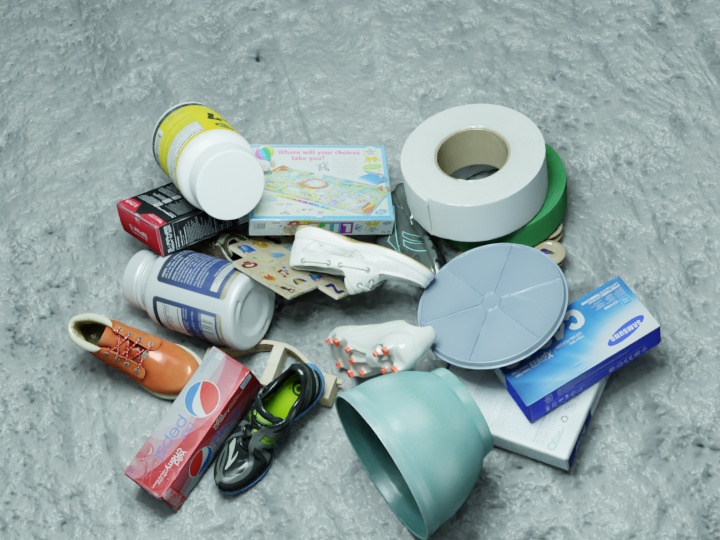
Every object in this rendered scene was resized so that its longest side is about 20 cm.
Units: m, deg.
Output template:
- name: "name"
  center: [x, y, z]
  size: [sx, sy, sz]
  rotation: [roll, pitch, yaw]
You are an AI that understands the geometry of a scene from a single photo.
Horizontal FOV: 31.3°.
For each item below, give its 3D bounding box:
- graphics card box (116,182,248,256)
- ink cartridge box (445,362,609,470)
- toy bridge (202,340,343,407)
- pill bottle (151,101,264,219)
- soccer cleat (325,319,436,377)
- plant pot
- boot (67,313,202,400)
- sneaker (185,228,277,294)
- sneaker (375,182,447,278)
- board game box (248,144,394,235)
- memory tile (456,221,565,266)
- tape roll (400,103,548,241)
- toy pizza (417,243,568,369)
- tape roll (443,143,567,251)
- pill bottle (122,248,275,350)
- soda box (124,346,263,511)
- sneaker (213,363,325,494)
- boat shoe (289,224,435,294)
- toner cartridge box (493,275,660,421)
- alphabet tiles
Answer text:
- name: "graphics card box"
  center: [-0.227, -0.091, 1.810]
  size: [0.198, 0.052, 0.125]
  rotation: [-25, 32, -29]
- name: "ink cartridge box"
  center: [0.214, 0.137, 1.659]
  size: [0.198, 0.041, 0.201]
  rotation: [18, 63, 25]
- name: "toy bridge"
  center: [-0.115, 0.131, 1.729]
  size: [0.197, 0.027, 0.068]
  rotation: [11, 60, 17]
- name: "pill bottle"
  center: [-0.205, -0.147, 1.732]
  size: [0.113, 0.115, 0.200]
  rotation: [-31, 32, -10]
- name: "soccer cleat"
  center: [0.025, 0.099, 1.662]
  size: [0.077, 0.070, 0.199]
  rotation: [-31, 15, -27]
- name: "plant pot"
  center: [0.076, 0.202, 1.553]
  size: [0.133, 0.201, 0.201]
  rotation: [-32, 59, -14]
- name: "boot"
  center: [-0.301, 0.113, 1.719]
  size: [0.198, 0.107, 0.076]
  rotation: [20, 80, 20]
- name: "sneaker"
  center: [-0.187, -0.040, 1.817]
  size: [0.198, 0.076, 0.071]
  rotation: [29, 67, 24]
- name: "sneaker"
  center: [0.070, -0.028, 1.780]
  size: [0.079, 0.076, 0.202]
  rotation: [-28, 51, 8]
- name: "board game box"
  center: [-0.058, -0.112, 1.772]
  size: [0.196, 0.034, 0.136]
  rotation: [0, 54, -7]
- name: "memory tile"
  center: [0.202, -0.002, 1.733]
  size: [0.151, 0.017, 0.202]
  rotation: [-2, 44, 10]
- name: "tape roll"
  center: [0.154, -0.134, 1.741]
  size: [0.199, 0.071, 0.204]
  rotation: [-6, 48, 6]
- name: "toy pizza"
  center: [0.170, 0.048, 1.645]
  size: [0.197, 0.032, 0.202]
  rotation: [-12, 48, 13]
- name: "tape roll"
  center: [0.189, -0.110, 1.793]
  size: [0.197, 0.049, 0.202]
  rotation: [-7, 47, 7]
- name: "pill bottle"
  center: [-0.224, 0.032, 1.752]
  size: [0.198, 0.112, 0.112]
  rotation: [15, 62, 28]
- name: "soda box"
  center: [-0.215, 0.204, 1.663]
  size: [0.069, 0.064, 0.201]
  rotation: [29, 75, 23]
- name: "sneaker"
  center: [-0.127, 0.196, 1.647]
  size: [0.071, 0.083, 0.200]
  rotation: [38, 90, 25]
- name: "boat shoe"
  center: [0.000, 0.000, 1.695]
  size: [0.197, 0.071, 0.070]
  rotation: [16, 79, 17]
- name: "toner cartridge box"
  center: [0.270, 0.097, 1.619]
  size: [0.198, 0.043, 0.095]
  rotation: [-30, 54, -7]
- name: "alphabet tiles"
  center: [-0.078, -0.008, 1.744]
  size: [0.166, 0.008, 0.199]
  rotation: [30, 27, 24]
